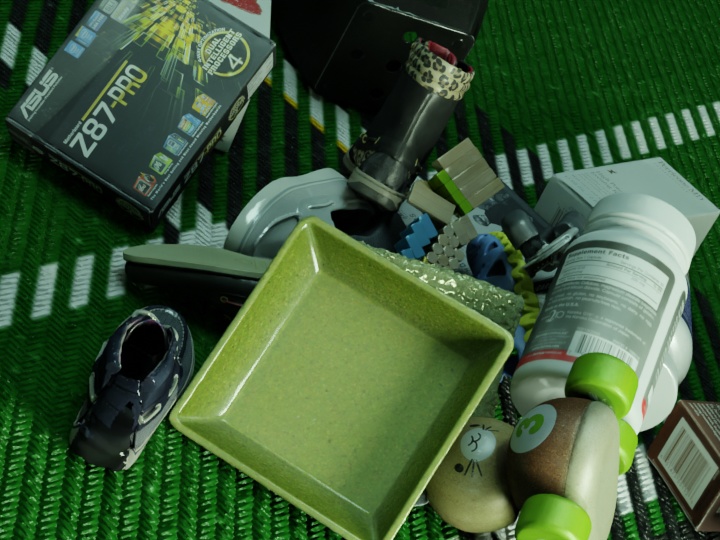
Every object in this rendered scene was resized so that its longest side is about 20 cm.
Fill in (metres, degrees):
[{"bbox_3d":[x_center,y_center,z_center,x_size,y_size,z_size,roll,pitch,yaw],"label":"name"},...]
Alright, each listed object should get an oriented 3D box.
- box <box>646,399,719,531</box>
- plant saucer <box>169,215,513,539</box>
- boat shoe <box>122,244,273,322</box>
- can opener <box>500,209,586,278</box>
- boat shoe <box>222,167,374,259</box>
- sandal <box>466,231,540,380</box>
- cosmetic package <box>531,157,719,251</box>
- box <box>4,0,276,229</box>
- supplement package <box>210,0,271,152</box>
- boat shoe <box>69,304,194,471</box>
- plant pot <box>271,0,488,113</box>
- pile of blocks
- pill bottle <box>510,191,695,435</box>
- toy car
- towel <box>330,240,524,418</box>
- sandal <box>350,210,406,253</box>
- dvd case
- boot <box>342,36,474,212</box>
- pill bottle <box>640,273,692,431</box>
[{"bbox_3d":[0.368,0.178,1.702,0.199,0.075,0.100,5,37,-30],"label":"box"},{"bbox_3d":[-0.012,0.090,1.462,0.199,0.201,0.048,31,-11,15],"label":"plant saucer"},{"bbox_3d":[-0.102,0.016,1.578,0.200,0.064,0.074,8,15,-2],"label":"boat shoe"},{"bbox_3d":[0.169,-0.037,1.716,0.067,0.053,0.200,55,13,0],"label":"can opener"},{"bbox_3d":[-0.051,-0.039,1.713,0.068,0.072,0.200,34,21,17],"label":"boat shoe"},{"bbox_3d":[0.119,0.040,1.697,0.086,0.080,0.201,-14,39,0],"label":"sandal"},{"bbox_3d":[0.280,-0.057,1.987,0.199,0.074,0.102,-14,50,-47],"label":"cosmetic package"},{"bbox_3d":[-0.193,-0.161,1.682,0.161,0.049,0.201,33,73,9],"label":"box"},{"bbox_3d":[-0.161,-0.230,1.855,0.120,0.120,0.201,19,32,-14],"label":"supplement package"},{"bbox_3d":[-0.159,0.063,1.439,0.074,0.093,0.200,24,31,-6],"label":"boat shoe"},{"bbox_3d":[0.031,-0.278,2.021,0.198,0.200,0.178,15,43,-20],"label":"plant pot"},{"bbox_3d":[0.060,-0.028,1.725,0.082,0.062,0.201,33,59,-14],"label":"pile of blocks"},{"bbox_3d":[0.209,0.040,1.589,0.113,0.114,0.201,27,58,-1],"label":"pill bottle"},{"bbox_3d":[0.101,0.151,1.475,0.199,0.158,0.165,12,54,17],"label":"toy car"},{"bbox_3d":[0.034,0.061,1.560,0.199,0.149,0.036,14,2,-20],"label":"towel"},{"bbox_3d":[0.000,0.001,1.704,0.077,0.043,0.200,70,21,-6],"label":"sandal"},{"bbox_3d":[0.120,-0.029,1.866,0.199,0.025,0.150,-13,49,-46],"label":"dvd case"},{"bbox_3d":[0.045,-0.143,1.787,0.073,0.151,0.200,28,12,-2],"label":"boot"},{"bbox_3d":[0.246,0.056,1.742,0.119,0.120,0.200,24,30,-6],"label":"pill bottle"}]
